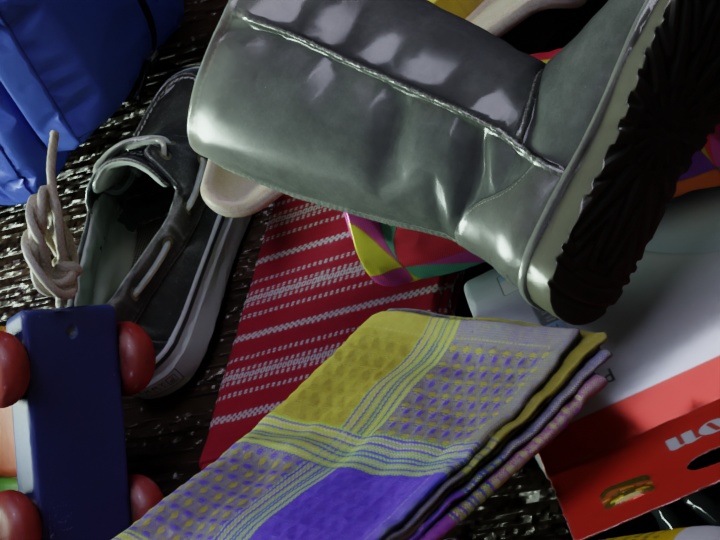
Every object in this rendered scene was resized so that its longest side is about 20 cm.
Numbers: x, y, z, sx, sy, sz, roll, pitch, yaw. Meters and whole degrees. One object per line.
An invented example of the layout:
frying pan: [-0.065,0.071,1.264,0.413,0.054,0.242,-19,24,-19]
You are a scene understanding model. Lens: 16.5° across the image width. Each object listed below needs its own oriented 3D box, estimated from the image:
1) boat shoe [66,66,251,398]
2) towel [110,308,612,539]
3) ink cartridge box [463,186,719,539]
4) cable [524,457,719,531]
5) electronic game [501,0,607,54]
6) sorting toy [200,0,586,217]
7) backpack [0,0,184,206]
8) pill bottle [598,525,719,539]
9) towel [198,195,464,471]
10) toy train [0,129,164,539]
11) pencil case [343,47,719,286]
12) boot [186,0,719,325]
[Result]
boat shoe: [-0.097,-0.034,1.216,0.072,0.071,0.200,-18,45,25]
towel: [-0.015,0.077,0.905,0.200,0.023,0.144,-38,26,-26]
ink cartridge box: [0.129,0.018,0.941,0.160,0.047,0.200,-24,16,3]
cable: [0.075,0.131,0.964,0.163,0.051,0.200,-49,45,-2]
electronic game: [0.119,-0.081,1.113,0.200,0.042,0.200,-26,44,28]
sorting toy: [0.013,-0.118,1.180,0.200,0.036,0.185,-30,21,17]
backpack: [-0.180,-0.146,1.318,0.168,0.163,0.200,-3,41,27]
pill bottle: [0.083,0.147,0.834,0.200,0.112,0.112,-12,48,26]
towel: [0.000,0.000,1.122,0.145,0.022,0.200,-15,49,44]
toy train: [-0.159,0.041,1.135,0.116,0.085,0.200,-6,88,49]
pencil case: [0.083,-0.055,1.007,0.200,0.088,0.088,-15,47,25]
boot: [0.043,-0.087,0.959,0.200,0.073,0.182,32,88,41]
